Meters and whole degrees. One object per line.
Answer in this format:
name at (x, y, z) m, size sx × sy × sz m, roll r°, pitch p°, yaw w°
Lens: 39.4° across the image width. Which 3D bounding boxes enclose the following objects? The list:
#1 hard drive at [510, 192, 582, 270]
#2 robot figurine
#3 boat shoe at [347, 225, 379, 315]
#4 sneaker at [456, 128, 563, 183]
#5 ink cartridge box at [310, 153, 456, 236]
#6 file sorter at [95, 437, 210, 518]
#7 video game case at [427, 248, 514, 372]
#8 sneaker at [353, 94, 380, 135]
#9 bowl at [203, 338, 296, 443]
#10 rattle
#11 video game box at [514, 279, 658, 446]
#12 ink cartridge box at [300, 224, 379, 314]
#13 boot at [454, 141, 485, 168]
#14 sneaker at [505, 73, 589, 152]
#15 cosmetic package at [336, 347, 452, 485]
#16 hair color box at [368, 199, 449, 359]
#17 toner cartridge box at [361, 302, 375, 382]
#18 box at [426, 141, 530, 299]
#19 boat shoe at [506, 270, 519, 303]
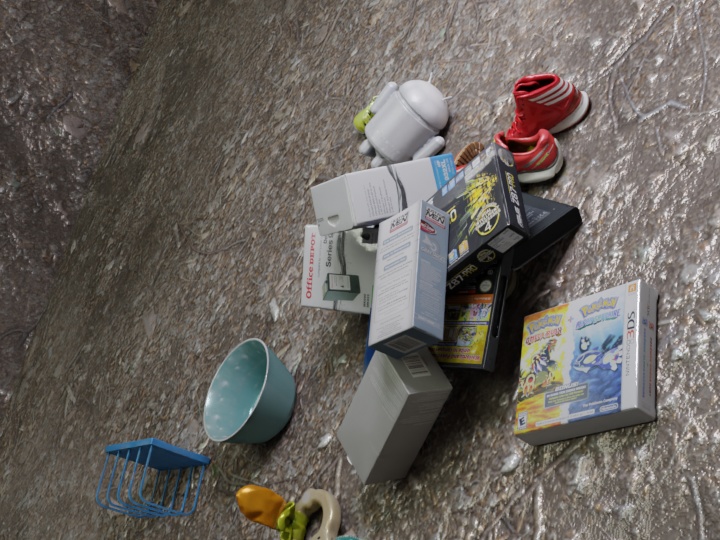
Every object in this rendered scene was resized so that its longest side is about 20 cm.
hard drive at (0.223, -0.070, 1.539) m, size 0.139 × 0.033 × 0.199 m, roll -34°, pitch 27°, yaw -17°
robot figurine at (0.087, -0.274, 1.885) m, size 0.200 × 0.113 × 0.170 m, roll -47°, pitch 72°, yaw 20°
boat shoe at (0.012, -0.017, 1.819) m, size 0.071 × 0.070 × 0.203 m, roll -23°, pitch 46°, yaw 46°
sneaker at (0.221, -0.179, 1.598) m, size 0.198 × 0.085 × 0.077 m, roll -15°, pitch 36°, yaw 25°
ink cartridge box at (0.040, -0.120, 1.607) m, size 0.145 × 0.198 × 0.085 m, roll -10°, pitch 93°, yaw 64°
file sorter at (-0.422, 0.423, 2.017) m, size 0.199 × 0.138 × 0.124 m, roll -18°, pitch 53°, yaw 47°
video game case at (0.139, 0.055, 1.480) m, size 0.199 × 0.025 × 0.183 m, roll -4°, pitch 71°, yaw 55°
sneaker at (0.043, -0.324, 2.026) m, size 0.199 × 0.076 × 0.076 m, roll -7°, pitch 60°, yaw 54°
bowl at (-0.194, 0.240, 1.869) m, size 0.200 × 0.105 × 0.203 m, roll -35°, pitch 39°, yaw 34°
rattle at (-0.091, 0.398, 1.565) m, size 0.130 × 0.143 × 0.200 m, roll -41°, pitch 25°, yaw -5°
video game box at (0.296, 0.123, 1.322) m, size 0.199 × 0.047 × 0.184 m, roll -24°, pitch 44°, yaw 44°
ink cartridge box at (0.000, 0.000, 1.711) m, size 0.198 × 0.084 × 0.148 m, roll 4°, pitch 90°, yaw 34°
boot at (0.150, -0.127, 1.717) m, size 0.107 × 0.075 × 0.202 m, roll 8°, pitch 72°, yaw 62°
sneaker at (0.257, -0.248, 1.615) m, size 0.200 × 0.115 × 0.079 m, roll -40°, pitch 36°, yaw 29°
cosmetic package at (0.047, 0.211, 1.486) m, size 0.107 × 0.089 × 0.201 m, roll 57°, pitch 139°, yaw 38°
hair color box at (0.070, 0.012, 1.423) m, size 0.099 × 0.060 × 0.202 m, roll -27°, pitch 48°, yaw 46°
toner cartridge box at (0.038, 0.118, 1.564) m, size 0.095 × 0.043 × 0.202 m, roll -58°, pitch -22°, yaw -55°
box at (0.151, -0.064, 1.455) m, size 0.200 × 0.049 × 0.163 m, roll -41°, pitch 36°, yaw 37°
boat shoe at (0.154, 0.049, 1.557) m, size 0.200 × 0.073 × 0.076 m, roll -44°, pitch 36°, yaw 24°
